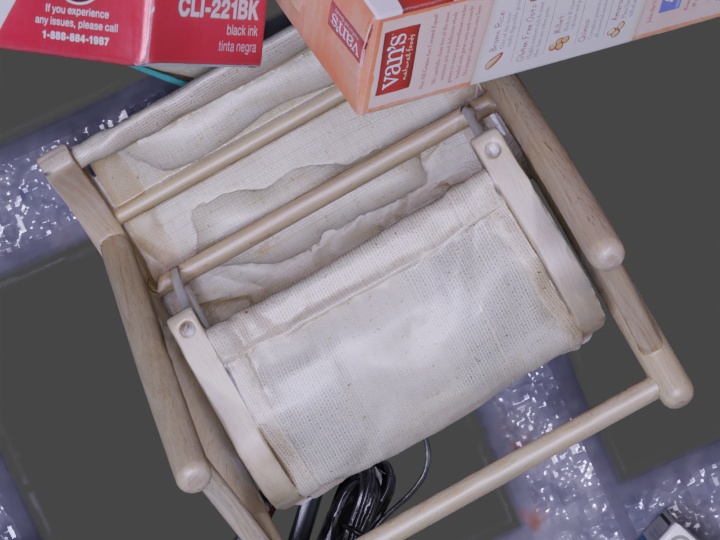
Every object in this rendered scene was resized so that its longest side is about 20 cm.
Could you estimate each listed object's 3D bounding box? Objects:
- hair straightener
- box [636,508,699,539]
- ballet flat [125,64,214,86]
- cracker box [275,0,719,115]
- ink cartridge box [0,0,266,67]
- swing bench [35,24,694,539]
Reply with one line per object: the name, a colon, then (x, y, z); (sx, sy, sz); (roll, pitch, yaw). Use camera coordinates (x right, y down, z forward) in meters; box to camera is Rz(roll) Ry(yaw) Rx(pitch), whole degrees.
hair straightener: (-0.021, 0.130, 1.252); (0.077, 0.041, 0.200); (25, 87, -1)
box: (0.110, 0.217, 1.238); (0.117, 0.060, 0.200); (41, 91, -1)
ballet flat: (-0.140, -0.136, 1.222); (0.199, 0.069, 0.070); (14, 92, -7)
cracker box: (0.057, -0.148, 1.158); (0.199, 0.058, 0.134); (-17, 53, -25)
ink cartridge box: (-0.109, -0.186, 1.109); (0.144, 0.084, 0.201); (10, 99, 33)
swing bench: (0.000, 0.000, 1.186); (0.199, 0.130, 0.200); (-29, 52, 2)
